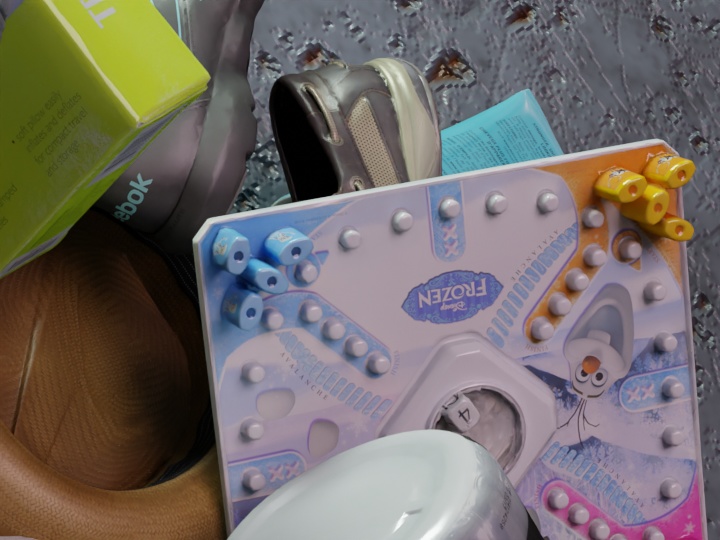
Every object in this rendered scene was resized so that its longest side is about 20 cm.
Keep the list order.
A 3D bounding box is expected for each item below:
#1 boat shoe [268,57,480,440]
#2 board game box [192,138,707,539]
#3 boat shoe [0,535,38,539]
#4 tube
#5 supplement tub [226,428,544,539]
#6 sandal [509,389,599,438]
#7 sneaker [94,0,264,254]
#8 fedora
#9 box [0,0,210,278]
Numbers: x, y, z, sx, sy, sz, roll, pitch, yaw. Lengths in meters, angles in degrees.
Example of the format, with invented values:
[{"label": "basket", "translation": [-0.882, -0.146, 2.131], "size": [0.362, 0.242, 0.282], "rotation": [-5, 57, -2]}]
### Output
[{"label": "boat shoe", "translation": [0.000, 0.000, 1.013], "size": [0.073, 0.075, 0.200], "rotation": [1, 54, -19]}, {"label": "board game box", "translation": [0.045, 0.064, 0.939], "size": [0.200, 0.026, 0.200], "rotation": [-11, 104, -20]}, {"label": "boat shoe", "translation": [-0.194, 0.139, 0.832], "size": [0.200, 0.093, 0.075], "rotation": [6, 48, -31]}, {"label": "tube", "translation": [0.039, -0.034, 1.143], "size": [0.200, 0.050, 0.077], "rotation": [-21, 82, -46]}, {"label": "supplement tub", "translation": [0.038, 0.167, 0.875], "size": [0.200, 0.123, 0.123], "rotation": [59, 44, -20]}, {"label": "sandal", "translation": [0.079, 0.142, 1.008], "size": [0.080, 0.057, 0.201], "rotation": [-22, 124, -24]}, {"label": "sneaker", "translation": [-0.079, -0.103, 0.972], "size": [0.079, 0.075, 0.200], "rotation": [19, 51, -19]}, {"label": "fedora", "translation": [-0.117, 0.038, 0.957], "size": [0.201, 0.082, 0.201], "rotation": [22, 49, -28]}, {"label": "box", "translation": [-0.155, -0.107, 0.874], "size": [0.200, 0.122, 0.048], "rotation": [52, 44, 3]}]
